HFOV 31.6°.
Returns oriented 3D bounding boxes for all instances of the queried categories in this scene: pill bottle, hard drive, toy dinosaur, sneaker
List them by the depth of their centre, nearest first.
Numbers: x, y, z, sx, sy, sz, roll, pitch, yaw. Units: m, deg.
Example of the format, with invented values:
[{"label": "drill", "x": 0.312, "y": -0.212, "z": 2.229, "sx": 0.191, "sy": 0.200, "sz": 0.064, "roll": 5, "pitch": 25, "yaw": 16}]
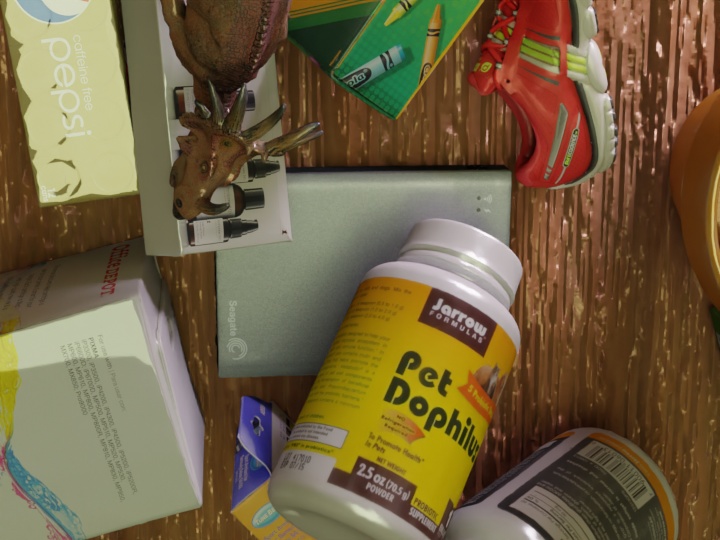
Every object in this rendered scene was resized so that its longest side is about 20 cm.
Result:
[{"label": "toy dinosaur", "x": -0.065, "y": -0.130, "z": 0.675, "sx": 0.085, "sy": 0.136, "sz": 0.201, "roll": -6, "pitch": 143, "yaw": -12}, {"label": "pill bottle", "x": 0.029, "y": 0.072, "z": 0.779, "sx": 0.109, "sy": 0.109, "sz": 0.201, "roll": 30, "pitch": 68, "yaw": -14}, {"label": "sneaker", "x": 0.106, "y": -0.144, "z": 0.810, "sx": 0.084, "sy": 0.077, "sz": 0.201, "roll": -18, "pitch": 107, "yaw": -2}, {"label": "pill bottle", "x": 0.115, "y": 0.191, "z": 0.837, "sx": 0.199, "sy": 0.116, "sz": 0.117, "roll": -25, "pitch": 114, "yaw": -44}, {"label": "hard drive", "x": 0.000, "y": 0.000, "z": 0.862, "sx": 0.198, "sy": 0.033, "sz": 0.141, "roll": -1, "pitch": 106, "yaw": -6}]

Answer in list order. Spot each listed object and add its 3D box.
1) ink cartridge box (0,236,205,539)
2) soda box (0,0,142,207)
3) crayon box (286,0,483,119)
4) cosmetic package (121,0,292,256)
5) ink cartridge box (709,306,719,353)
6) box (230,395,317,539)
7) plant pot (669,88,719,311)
[{"label": "ink cartridge box", "x": -0.208, "y": 0.083, "z": 0.802, "sx": 0.198, "sy": 0.145, "sz": 0.146, "roll": -15, "pitch": 107, "yaw": -2}, {"label": "soda box", "x": -0.180, "y": -0.145, "z": 0.784, "sx": 0.067, "sy": 0.064, "sz": 0.202, "roll": -8, "pitch": 106, "yaw": -4}, {"label": "crayon box", "x": 0.037, "y": -0.203, "z": 0.759, "sx": 0.058, "sy": 0.119, "sz": 0.201, "roll": 30, "pitch": 101, "yaw": -35}, {"label": "cosmetic package", "x": -0.094, "y": -0.113, "z": 0.774, "sx": 0.082, "sy": 0.050, "sz": 0.202, "roll": -9, "pitch": 96, "yaw": -37}, {"label": "ink cartridge box", "x": 0.360, "y": 0.048, "z": 0.857, "sx": 0.199, "sy": 0.148, "sz": 0.076, "roll": -19, "pitch": 107, "yaw": -1}, {"label": "box", "x": -0.023, "y": 0.174, "z": 0.863, "sx": 0.041, "sy": 0.119, "sz": 0.200, "roll": -42, "pitch": 106, "yaw": 10}, {"label": "plant pot", "x": 0.281, "y": -0.052, "z": 0.797, "sx": 0.198, "sy": 0.183, "sz": 0.202, "roll": -1, "pitch": 101, "yaw": -5}]
